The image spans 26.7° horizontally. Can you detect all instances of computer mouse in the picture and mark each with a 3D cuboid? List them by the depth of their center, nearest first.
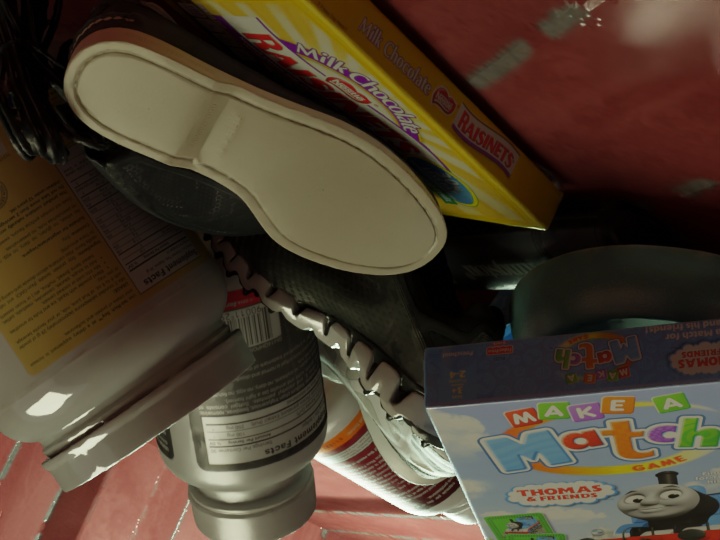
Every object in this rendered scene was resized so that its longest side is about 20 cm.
[{"bbox_3d":[-0.105,-0.069,0.746,0.199,0.139,0.053,23,128,-39],"label":"computer mouse"}]

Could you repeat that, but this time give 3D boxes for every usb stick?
[{"bbox_3d":[0.086,-0.011,0.791,0.055,0.033,0.200,31,165,-25],"label":"usb stick"}]

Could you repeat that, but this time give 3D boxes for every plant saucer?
[{"bbox_3d":[0.165,0.055,0.745,0.198,0.028,0.201,17,152,9],"label":"plant saucer"}]

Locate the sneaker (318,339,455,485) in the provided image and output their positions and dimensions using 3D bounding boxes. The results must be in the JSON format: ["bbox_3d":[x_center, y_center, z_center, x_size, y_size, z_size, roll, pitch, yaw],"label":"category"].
[{"bbox_3d":[0.016,0.046,0.969,0.201,0.076,0.115,51,157,-3],"label":"sneaker"}]

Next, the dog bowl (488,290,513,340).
[{"bbox_3d":[0.140,0.049,0.883,0.111,0.050,0.200,32,164,-25],"label":"dog bowl"}]

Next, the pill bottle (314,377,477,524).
[{"bbox_3d":[0.032,0.122,1.186,0.200,0.114,0.113,35,162,-33],"label":"pill bottle"}]

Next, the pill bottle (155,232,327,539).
[{"bbox_3d":[-0.078,0.066,0.941,0.110,0.110,0.202,14,122,36],"label":"pill bottle"}]

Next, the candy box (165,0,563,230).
[{"bbox_3d":[0.002,-0.081,0.695,0.102,0.027,0.200,9,159,45],"label":"candy box"}]

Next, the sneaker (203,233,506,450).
[{"bbox_3d":[0.000,0.000,0.800,0.200,0.091,0.066,40,-166,25],"label":"sneaker"}]

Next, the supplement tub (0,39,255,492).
[{"bbox_3d":[-0.159,-0.002,0.794,0.201,0.145,0.145,57,161,-3],"label":"supplement tub"}]

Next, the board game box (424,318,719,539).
[{"bbox_3d":[0.124,0.093,0.734,0.150,0.037,0.200,-7,144,14],"label":"board game box"}]

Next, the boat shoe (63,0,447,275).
[{"bbox_3d":[-0.042,-0.066,0.701,0.199,0.063,0.073,28,124,-24],"label":"boat shoe"}]
